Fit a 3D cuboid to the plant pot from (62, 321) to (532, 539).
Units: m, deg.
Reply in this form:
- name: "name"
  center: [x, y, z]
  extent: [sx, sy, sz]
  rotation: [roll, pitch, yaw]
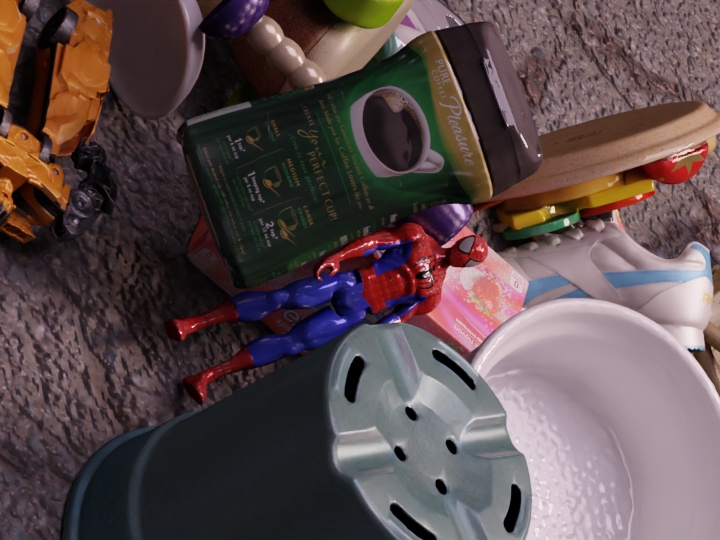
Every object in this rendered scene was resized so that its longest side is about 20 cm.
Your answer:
- name: "plant pot"
  center: [-0.025, 0.135, 1.265]
  extent: [0.200, 0.196, 0.201]
  rotation: [28, 44, -31]

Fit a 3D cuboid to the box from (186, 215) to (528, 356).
- name: "box"
  center: [0.000, 0.000, 1.485]
  extent: [0.200, 0.095, 0.103]
  rotation: [41, 39, -18]

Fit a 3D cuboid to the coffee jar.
- name: "coffee jar"
  center: [0.001, -0.069, 1.352]
  extent: [0.085, 0.199, 0.105]
  rotation: [97, -27, -85]

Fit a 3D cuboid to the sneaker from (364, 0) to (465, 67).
- name: "sneaker"
  center: [0.053, -0.133, 1.665]
  extent: [0.140, 0.078, 0.200]
  rotation: [-2, 65, -48]

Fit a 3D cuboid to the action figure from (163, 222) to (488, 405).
- name: "action figure"
  center: [-0.014, 0.020, 1.391]
  extent: [0.200, 0.052, 0.066]
  rotation: [-23, 102, -16]

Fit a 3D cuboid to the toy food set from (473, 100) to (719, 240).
- name: "toy food set"
  center: [0.159, -0.071, 1.612]
  extent: [0.200, 0.197, 0.049]
  rotation: [-116, -170, -81]

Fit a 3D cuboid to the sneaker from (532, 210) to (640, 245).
- name: "sneaker"
  center: [0.165, -0.010, 1.710]
  extent: [0.090, 0.078, 0.200]
  rotation: [77, -4, -48]

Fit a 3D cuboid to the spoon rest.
- name: "spoon rest"
  center: [-0.155, -0.181, 1.470]
  extent: [0.060, 0.099, 0.200]
  rotation: [-5, 50, -34]

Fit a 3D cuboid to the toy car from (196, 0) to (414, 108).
- name: "toy car"
  center: [-0.071, -0.202, 1.527]
  extent: [0.200, 0.164, 0.158]
  rotation: [41, 37, 2]

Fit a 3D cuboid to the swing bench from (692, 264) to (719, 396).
- name: "swing bench"
  center: [0.339, 0.073, 1.789]
  extent: [0.200, 0.130, 0.199]
  rotation: [53, 36, 7]

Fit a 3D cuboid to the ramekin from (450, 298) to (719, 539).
- name: "ramekin"
  center: [0.120, 0.124, 1.394]
  extent: [0.200, 0.098, 0.201]
  rotation: [8, 72, -26]

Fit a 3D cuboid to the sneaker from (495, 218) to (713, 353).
- name: "sneaker"
  center: [0.140, 0.005, 1.590]
  extent: [0.199, 0.077, 0.081]
  rotation: [9, 85, 1]

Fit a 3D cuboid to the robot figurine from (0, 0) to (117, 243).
- name: "robot figurine"
  center: [-0.203, -0.100, 1.366]
  extent: [0.145, 0.058, 0.200]
  rotation: [33, 41, -27]

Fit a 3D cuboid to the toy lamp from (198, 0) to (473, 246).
- name: "toy lamp"
  center: [-0.010, -0.095, 1.420]
  extent: [0.200, 0.058, 0.058]
  rotation: [46, 37, -12]
